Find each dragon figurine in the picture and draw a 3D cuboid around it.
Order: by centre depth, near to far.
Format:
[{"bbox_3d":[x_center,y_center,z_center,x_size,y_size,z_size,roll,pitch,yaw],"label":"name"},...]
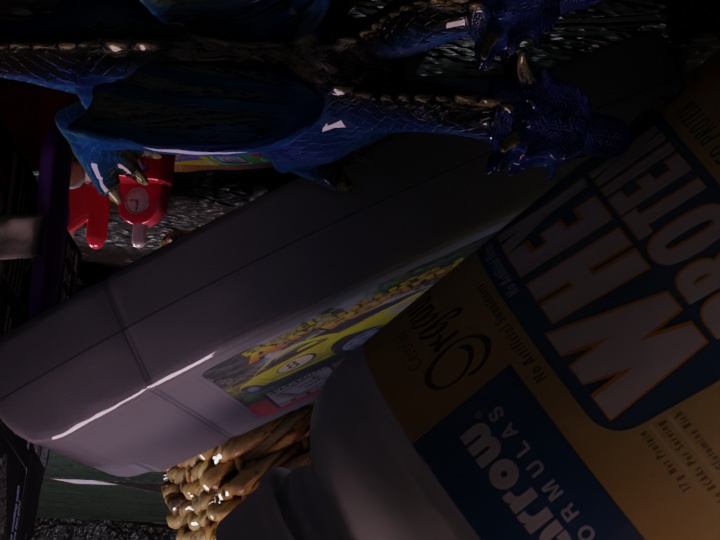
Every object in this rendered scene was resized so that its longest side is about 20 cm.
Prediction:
[{"bbox_3d":[-0.038,-0.051,0.698,0.199,0.059,0.099,5,172,-7],"label":"dragon figurine"}]

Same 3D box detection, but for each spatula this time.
[{"bbox_3d":[-0.104,-0.005,0.750,0.020,0.057,0.200,9,-169,16],"label":"spatula"}]

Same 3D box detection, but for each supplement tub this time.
[{"bbox_3d":[0.080,0.045,0.718,0.200,0.145,0.145,-40,164,5],"label":"supplement tub"}]

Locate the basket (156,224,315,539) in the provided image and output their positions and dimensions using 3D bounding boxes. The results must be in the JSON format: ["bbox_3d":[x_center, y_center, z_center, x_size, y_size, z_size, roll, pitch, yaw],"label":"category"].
[{"bbox_3d":[0.006,0.055,1.005,0.142,0.149,0.200,-11,176,-9],"label":"basket"}]

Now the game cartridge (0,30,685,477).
[{"bbox_3d":[0.000,0.000,0.815,0.200,0.041,0.133,-26,165,4],"label":"game cartridge"}]

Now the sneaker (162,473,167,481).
[{"bbox_3d":[-0.057,0.084,1.589,0.090,0.070,0.200,7,170,0],"label":"sneaker"}]

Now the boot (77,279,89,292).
[{"bbox_3d":[-0.173,0.032,1.343,0.090,0.073,0.200,20,157,-35],"label":"boot"}]

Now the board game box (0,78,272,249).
[{"bbox_3d":[-0.097,-0.032,0.914,0.158,0.039,0.200,-3,170,40],"label":"board game box"}]

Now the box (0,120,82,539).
[{"bbox_3d":[-0.131,0.047,0.791,0.050,0.200,0.158,0,153,13],"label":"box"}]
